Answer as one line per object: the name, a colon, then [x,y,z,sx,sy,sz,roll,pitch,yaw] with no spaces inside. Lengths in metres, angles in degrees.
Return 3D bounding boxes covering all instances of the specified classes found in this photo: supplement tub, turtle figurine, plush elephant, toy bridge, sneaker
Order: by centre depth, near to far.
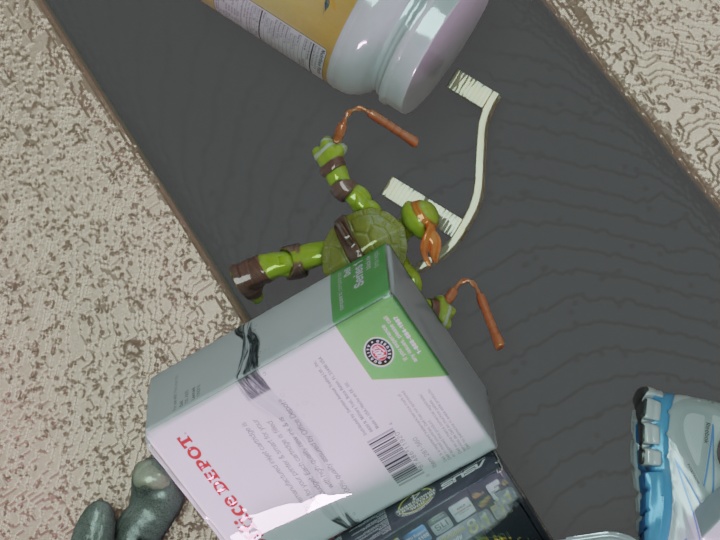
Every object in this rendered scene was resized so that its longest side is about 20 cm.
plush elephant: [-0.164,0.240,1.617,0.200,0.155,0.165,-42,81,1]
sneaker: [0.232,0.182,1.619,0.086,0.075,0.201,2,87,-2]
turtle figurine: [0.000,0.000,1.637,0.161,0.064,0.200,-32,92,10]
supplement tub: [-0.019,-0.215,1.648,0.200,0.145,0.145,33,89,9]
toy bridge: [0.047,-0.043,1.683,0.067,0.027,0.200,31,90,9]

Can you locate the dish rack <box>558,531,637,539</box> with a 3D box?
dish rack: [0.108,0.271,1.572,0.199,0.044,0.172,-9,112,6]

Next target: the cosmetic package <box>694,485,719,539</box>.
cosmetic package: [0.350,0.179,1.569,0.200,0.052,0.151,39,107,-10]

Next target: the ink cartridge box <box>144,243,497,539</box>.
ink cartridge box: [-0.029,0.098,1.604,0.200,0.084,0.146,-29,115,12]

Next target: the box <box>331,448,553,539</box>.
box: [0.049,0.238,1.615,0.200,0.049,0.161,-31,109,3]
